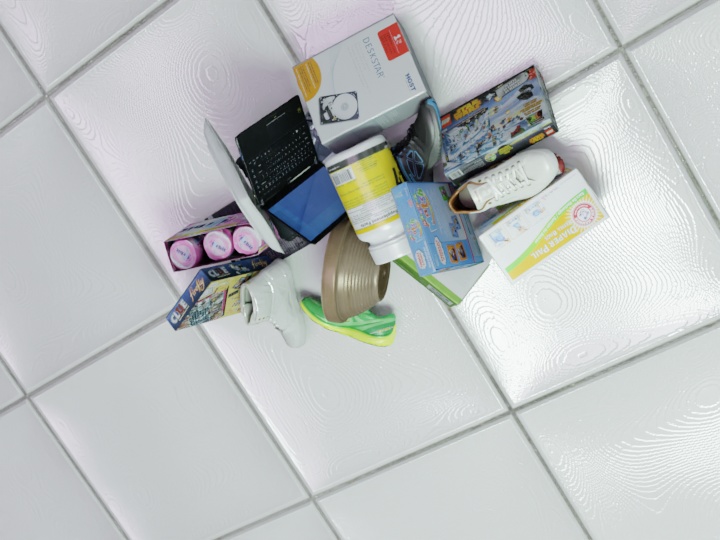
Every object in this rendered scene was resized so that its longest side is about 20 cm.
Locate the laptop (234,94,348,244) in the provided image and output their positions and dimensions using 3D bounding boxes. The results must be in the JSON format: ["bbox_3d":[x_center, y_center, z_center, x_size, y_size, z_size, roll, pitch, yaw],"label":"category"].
[{"bbox_3d":[-0.096,-0.174,1.625,0.103,0.177,0.201,5,124,36],"label":"laptop"}]

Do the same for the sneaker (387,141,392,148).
[{"bbox_3d":[-0.005,-0.148,1.744,0.200,0.071,0.080,-34,92,24],"label":"sneaker"}]

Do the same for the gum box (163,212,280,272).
[{"bbox_3d":[-0.257,-0.061,1.813,0.199,0.114,0.066,-11,106,21],"label":"gum box"}]

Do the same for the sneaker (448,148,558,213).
[{"bbox_3d":[0.231,-0.135,1.564,0.200,0.085,0.073,-25,95,40],"label":"sneaker"}]

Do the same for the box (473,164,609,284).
[{"bbox_3d":[0.305,-0.081,1.621,0.200,0.113,0.102,-35,97,7],"label":"box"}]

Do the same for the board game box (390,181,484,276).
[{"bbox_3d":[0.132,-0.073,1.596,0.036,0.200,0.152,-21,84,29],"label":"board game box"}]

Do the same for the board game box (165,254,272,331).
[{"bbox_3d":[-0.262,0.041,1.806,0.035,0.200,0.136,47,118,16],"label":"board game box"}]

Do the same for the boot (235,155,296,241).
[{"bbox_3d":[-0.148,-0.140,1.715,0.076,0.200,0.168,-34,90,-8],"label":"boot"}]

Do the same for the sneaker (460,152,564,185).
[{"bbox_3d":[0.262,-0.158,1.638,0.199,0.078,0.083,-8,98,41],"label":"sneaker"}]

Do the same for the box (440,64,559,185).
[{"bbox_3d":[0.225,-0.244,1.603,0.199,0.137,0.040,-26,137,25],"label":"box"}]

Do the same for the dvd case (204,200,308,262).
[{"bbox_3d":[-0.189,-0.084,1.856,0.200,0.016,0.149,-29,100,24],"label":"dvd case"}]

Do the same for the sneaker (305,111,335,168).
[{"bbox_3d":[-0.045,-0.267,1.713,0.108,0.070,0.200,45,118,-4],"label":"sneaker"}]

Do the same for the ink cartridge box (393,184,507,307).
[{"bbox_3d":[0.175,-0.056,1.727,0.148,0.076,0.200,39,82,1],"label":"ink cartridge box"}]

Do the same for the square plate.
[{"bbox_3d":[-0.209,-0.141,1.673,0.028,0.198,0.200,-29,60,-2],"label":"square plate"}]

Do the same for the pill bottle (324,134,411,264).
[{"bbox_3d":[0.028,-0.119,1.623,0.114,0.114,0.201,-21,98,23],"label":"pill bottle"}]

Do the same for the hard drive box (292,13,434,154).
[{"bbox_3d":[0.005,-0.317,1.629,0.199,0.077,0.156,-26,76,13],"label":"hard drive box"}]

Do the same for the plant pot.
[{"bbox_3d":[0.000,0.000,1.726,0.092,0.201,0.202,7,111,13],"label":"plant pot"}]

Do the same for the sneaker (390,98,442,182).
[{"bbox_3d":[0.093,-0.205,1.631,0.081,0.073,0.201,3,134,-4],"label":"sneaker"}]

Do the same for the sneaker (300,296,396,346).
[{"bbox_3d":[-0.020,0.086,1.846,0.199,0.074,0.084,18,88,15],"label":"sneaker"}]

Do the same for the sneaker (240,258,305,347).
[{"bbox_3d":[-0.176,0.086,1.840,0.074,0.115,0.201,22,136,43],"label":"sneaker"}]
